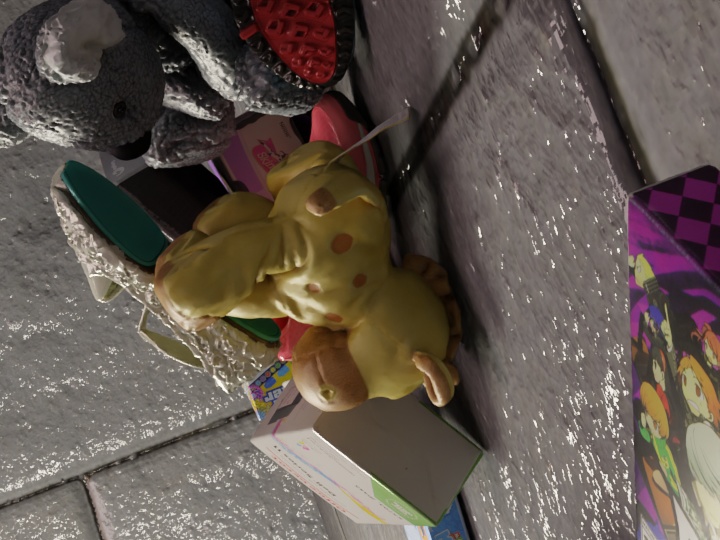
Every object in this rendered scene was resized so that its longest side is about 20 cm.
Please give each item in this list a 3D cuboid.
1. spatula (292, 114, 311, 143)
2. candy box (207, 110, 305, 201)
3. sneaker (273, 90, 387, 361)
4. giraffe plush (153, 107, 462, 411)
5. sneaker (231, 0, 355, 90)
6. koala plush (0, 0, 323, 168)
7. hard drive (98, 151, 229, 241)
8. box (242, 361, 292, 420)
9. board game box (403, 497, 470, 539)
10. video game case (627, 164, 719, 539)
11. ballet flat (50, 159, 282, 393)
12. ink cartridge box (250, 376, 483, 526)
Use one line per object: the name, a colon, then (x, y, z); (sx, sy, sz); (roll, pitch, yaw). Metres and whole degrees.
spatula: (-0.067, -0.150, 1.136); (0.200, 0.020, 0.057); (-120, 8, -54)
candy box: (-0.072, -0.061, 1.117); (0.169, 0.071, 0.200); (62, 173, -9)
sneaker: (-0.034, -0.025, 0.884); (0.074, 0.086, 0.202); (-149, 58, -62)
giraffe plush: (-0.011, 0.015, 0.788); (0.163, 0.199, 0.173); (57, -150, -15)
sneaker: (-0.050, -0.217, 0.805); (0.202, 0.079, 0.096); (66, -161, -11)
koala plush: (-0.165, -0.146, 0.843); (0.177, 0.199, 0.185); (-19, 100, 49)
hard drive: (-0.157, -0.072, 1.042); (0.135, 0.042, 0.200); (41, -174, -23)
box: (-0.113, 0.045, 1.509); (0.200, 0.121, 0.194); (-138, 30, -71)
board game box: (0.060, 0.213, 1.091); (0.151, 0.036, 0.202); (-147, 40, -76)
video game case: (0.140, 0.095, 0.360); (0.201, 0.035, 0.183); (-120, 15, -50)
ballet flat: (-0.144, 0.012, 0.853); (0.200, 0.072, 0.072); (40, 172, -3)
ink cartridge box: (-0.007, 0.133, 0.937); (0.117, 0.068, 0.200); (39, 160, -9)
